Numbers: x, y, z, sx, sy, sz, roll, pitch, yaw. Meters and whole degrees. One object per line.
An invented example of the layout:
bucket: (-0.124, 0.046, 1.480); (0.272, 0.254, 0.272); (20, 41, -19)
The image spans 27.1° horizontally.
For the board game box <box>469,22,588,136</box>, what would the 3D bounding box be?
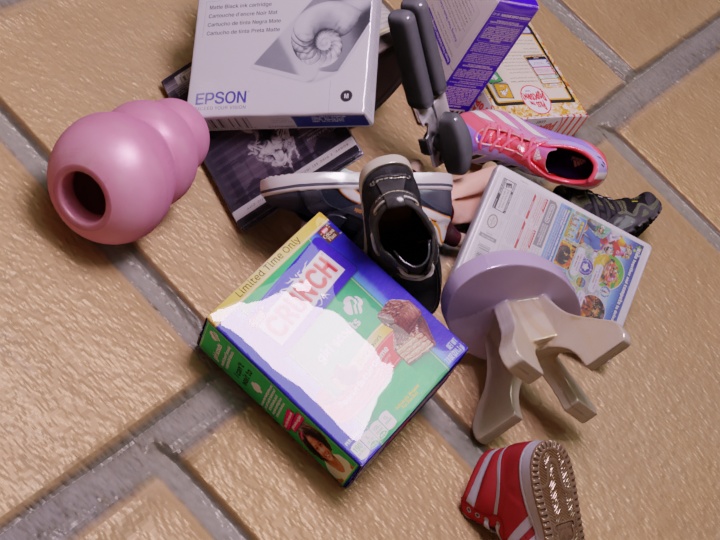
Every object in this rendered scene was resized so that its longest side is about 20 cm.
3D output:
board game box: (0.174, -0.251, 1.855); (0.150, 0.046, 0.202); (-6, 58, -36)

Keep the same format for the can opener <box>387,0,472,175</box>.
can opener: (0.080, -0.198, 1.610); (0.066, 0.202, 0.053); (8, 42, 36)

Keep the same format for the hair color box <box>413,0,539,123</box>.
hair color box: (0.119, -0.275, 1.729); (0.064, 0.201, 0.110); (3, 52, -31)

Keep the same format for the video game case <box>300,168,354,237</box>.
video game case: (0.000, 0.000, 1.518); (0.142, 0.018, 0.202); (22, 62, -15)

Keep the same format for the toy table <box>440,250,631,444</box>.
toy table: (0.169, 0.076, 1.496); (0.199, 0.184, 0.118); (20, 36, -44)

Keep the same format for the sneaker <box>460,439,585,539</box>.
sneaker: (0.155, 0.262, 1.409); (0.070, 0.112, 0.203); (-2, 85, -35)

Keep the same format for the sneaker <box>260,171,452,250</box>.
sneaker: (-0.001, -0.058, 1.484); (0.197, 0.078, 0.081); (0, 89, -14)

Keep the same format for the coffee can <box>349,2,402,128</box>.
coffee can: (-0.051, -0.274, 1.662); (0.146, 0.147, 0.200); (-28, 72, -43)

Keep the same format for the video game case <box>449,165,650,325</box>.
video game case: (0.208, -0.006, 1.632); (0.198, 0.018, 0.145); (27, 74, -9)

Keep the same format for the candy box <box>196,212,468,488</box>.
candy box: (-0.027, 0.072, 1.411); (0.200, 0.077, 0.169); (41, 60, 8)

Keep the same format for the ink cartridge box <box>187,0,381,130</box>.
ink cartridge box: (-0.076, -0.245, 1.548); (0.197, 0.041, 0.203); (-1, 72, 15)

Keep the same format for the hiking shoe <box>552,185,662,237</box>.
hiking shoe: (0.273, -0.068, 1.741); (0.199, 0.076, 0.101); (-25, 72, -42)

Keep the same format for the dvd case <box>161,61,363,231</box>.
dvd case: (-0.105, -0.159, 1.559); (0.148, 0.016, 0.201); (-32, 66, 3)

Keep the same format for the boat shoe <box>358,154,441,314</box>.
boat shoe: (0.042, -0.016, 1.431); (0.071, 0.201, 0.068); (-21, 46, -5)

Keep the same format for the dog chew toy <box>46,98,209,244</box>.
dog chew toy: (-0.213, -0.107, 1.447); (0.124, 0.125, 0.200); (40, 36, 5)

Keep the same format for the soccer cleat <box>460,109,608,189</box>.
soccer cleat: (0.187, -0.139, 1.711); (0.197, 0.068, 0.076); (18, 9, 10)

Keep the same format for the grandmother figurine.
grandmother figurine: (0.086, -0.075, 1.647); (0.199, 0.061, 0.121); (-18, 56, -43)
